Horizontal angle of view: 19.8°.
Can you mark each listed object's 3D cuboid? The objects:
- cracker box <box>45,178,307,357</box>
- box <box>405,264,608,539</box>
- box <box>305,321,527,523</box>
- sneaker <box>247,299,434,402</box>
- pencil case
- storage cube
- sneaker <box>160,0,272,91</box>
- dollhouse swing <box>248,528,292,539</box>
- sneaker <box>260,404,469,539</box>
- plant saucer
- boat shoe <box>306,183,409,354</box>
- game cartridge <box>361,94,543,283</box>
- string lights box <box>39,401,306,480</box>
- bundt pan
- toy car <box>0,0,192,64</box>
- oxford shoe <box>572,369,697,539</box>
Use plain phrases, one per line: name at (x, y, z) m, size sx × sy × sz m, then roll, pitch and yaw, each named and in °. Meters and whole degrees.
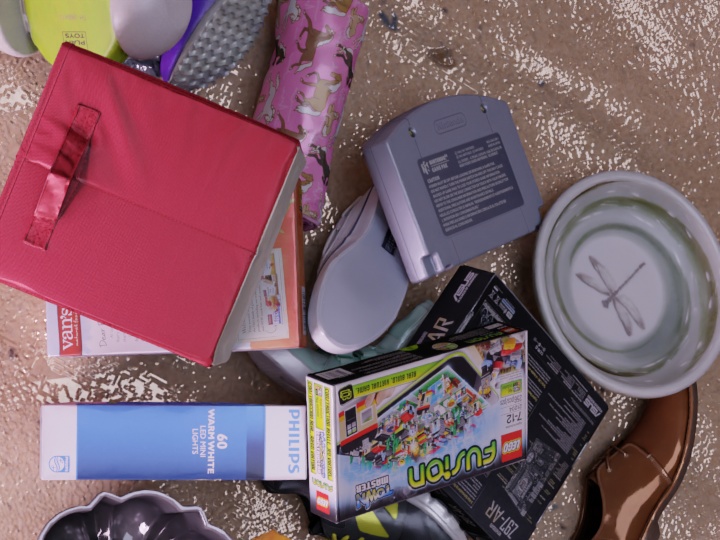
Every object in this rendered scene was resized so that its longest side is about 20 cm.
cracker box at (-0.143, -0.003, 1.597) m, size 0.198 × 0.058 × 0.135 m, roll -2°, pitch 87°, yaw 4°
box at (0.106, 0.119, 1.697) m, size 0.200 × 0.043 × 0.161 m, roll 46°, pitch 71°, yaw -38°
box at (0.047, 0.114, 1.593) m, size 0.199 × 0.035 × 0.111 m, roll -14°, pitch 110°, yaw -37°
sneaker at (0.003, 0.064, 1.689) m, size 0.200 × 0.074 × 0.119 m, roll 30°, pitch 81°, yaw -29°
pencil case at (-0.051, -0.132, 1.672) m, size 0.082 × 0.087 × 0.202 m, roll 10°, pitch 81°, yaw 13°
storage cube at (-0.152, -0.041, 1.476) m, size 0.178 × 0.200 × 0.172 m, roll 22°, pitch 88°, yaw 0°
sneaker at (-0.120, -0.246, 1.665) m, size 0.069 × 0.099 × 0.201 m, roll 11°, pitch 110°, yaw -58°
dollhouse swing at (0.017, 0.256, 1.620) m, size 0.181 × 0.200 × 0.177 m, roll -25°, pitch 85°, yaw -23°
sneaker at (0.002, 0.196, 1.689) m, size 0.200 × 0.074 × 0.085 m, roll 39°, pitch 78°, yaw -7°
plant saucer at (0.228, 0.015, 1.796) m, size 0.198 × 0.050 × 0.202 m, roll 6°, pitch 75°, yaw -24°
boat shoe at (0.000, 0.000, 1.664) m, size 0.074 × 0.065 × 0.200 m, roll 45°, pitch 45°, yaw -13°
game cartridge at (0.077, -0.075, 1.706) m, size 0.199 × 0.041 × 0.134 m, roll -22°, pitch 88°, yaw -54°
string lights box at (-0.145, 0.130, 1.582) m, size 0.198 × 0.103 × 0.060 m, roll 1°, pitch 86°, yaw -9°
bundt pan at (-0.184, 0.265, 1.586) m, size 0.200 × 0.076 × 0.204 m, roll 0°, pitch 90°, yaw -19°
toy car at (-0.201, -0.252, 1.593) m, size 0.150 × 0.173 × 0.202 m, roll -27°, pitch 117°, yaw -63°
oxford shoe at (0.237, 0.170, 1.788) m, size 0.071 × 0.071 × 0.201 m, roll 25°, pitch 78°, yaw -15°
